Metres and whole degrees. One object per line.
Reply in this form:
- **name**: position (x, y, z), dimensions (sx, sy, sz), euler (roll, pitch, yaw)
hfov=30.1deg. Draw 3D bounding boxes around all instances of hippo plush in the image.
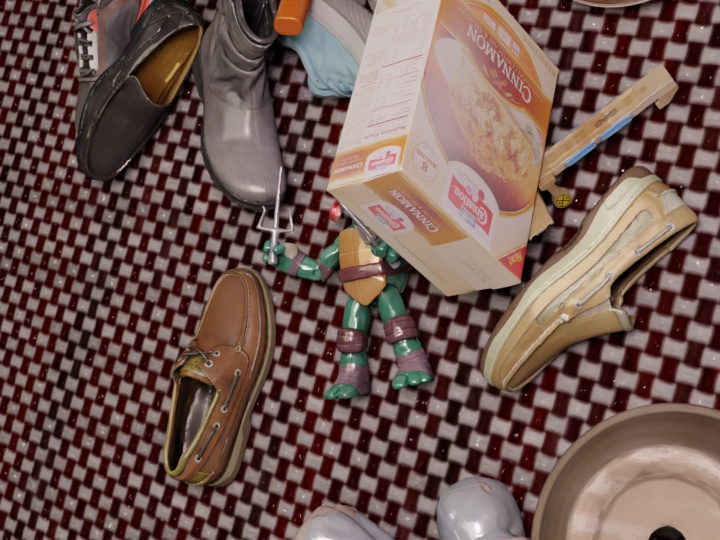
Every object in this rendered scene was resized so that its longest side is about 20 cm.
- **hippo plush**: position (0.052, 0.225, 0.970), dimensions (0.160, 0.159, 0.201), euler (-33, 42, 13)

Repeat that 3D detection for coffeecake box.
- **coffeecake box**: position (0.068, -0.108, 1.004), dimensions (0.073, 0.153, 0.202), euler (-11, 52, 39)

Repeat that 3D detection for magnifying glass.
- **magnifying glass**: position (-0.045, -0.278, 1.189), dimensions (0.079, 0.023, 0.201), euler (4, 47, 9)

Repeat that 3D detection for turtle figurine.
- **turtle figurine**: position (0.000, 0.000, 1.103), dimensions (0.149, 0.100, 0.202), euler (-16, 85, 48)

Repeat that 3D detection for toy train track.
- **toy train track**: position (0.164, -0.084, 1.042), dimensions (0.199, 0.032, 0.115), euler (-38, 40, 17)

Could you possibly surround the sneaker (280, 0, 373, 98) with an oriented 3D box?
- **sneaker**: position (-0.003, -0.176, 1.174), dimensions (0.200, 0.073, 0.082), euler (50, 126, 37)

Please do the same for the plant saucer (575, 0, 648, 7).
- **plant saucer**: position (0.221, -0.299, 1.052), dimensions (0.199, 0.032, 0.203), euler (-10, 73, 35)

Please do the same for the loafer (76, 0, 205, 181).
- **loafer**: position (-0.217, -0.174, 1.313), dimensions (0.201, 0.072, 0.072), euler (-63, 33, 8)

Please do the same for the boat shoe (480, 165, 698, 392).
- **boat shoe**: position (0.171, 0.021, 0.993), dimensions (0.076, 0.071, 0.201), euler (43, 105, 23)

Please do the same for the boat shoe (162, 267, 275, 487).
- **boat shoe**: position (-0.128, 0.092, 1.194), dimensions (0.071, 0.068, 0.202), euler (0, 78, 38)

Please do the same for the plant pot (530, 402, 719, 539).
- **plant pot**: position (0.194, 0.173, 0.834), dimensions (0.198, 0.173, 0.202), euler (-4, 76, 16)

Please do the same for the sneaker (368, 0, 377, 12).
- **sneaker**: position (0.036, -0.286, 1.163), dimensions (0.075, 0.115, 0.201), euler (-17, 35, 32)

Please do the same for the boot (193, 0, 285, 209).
- **boot**: position (-0.103, -0.166, 1.196), dimensions (0.202, 0.069, 0.132), euler (69, 151, 25)

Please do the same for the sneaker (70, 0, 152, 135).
- **sneaker**: position (-0.272, -0.232, 1.371), dimensions (0.076, 0.082, 0.202), euler (7, 83, 37)
